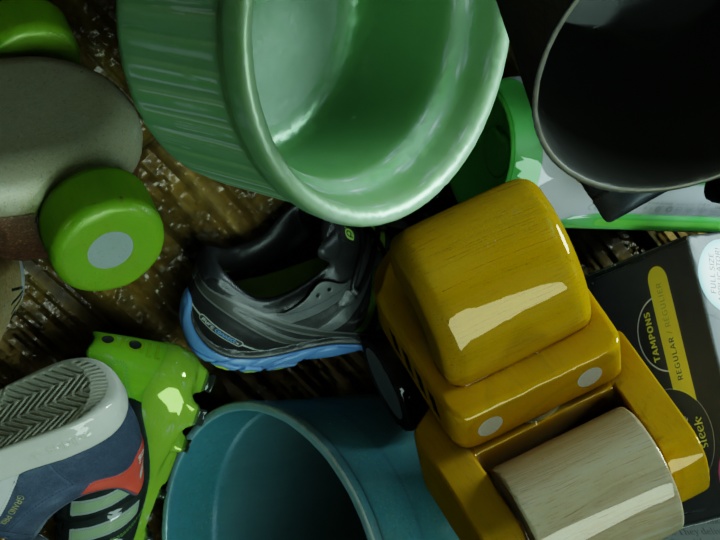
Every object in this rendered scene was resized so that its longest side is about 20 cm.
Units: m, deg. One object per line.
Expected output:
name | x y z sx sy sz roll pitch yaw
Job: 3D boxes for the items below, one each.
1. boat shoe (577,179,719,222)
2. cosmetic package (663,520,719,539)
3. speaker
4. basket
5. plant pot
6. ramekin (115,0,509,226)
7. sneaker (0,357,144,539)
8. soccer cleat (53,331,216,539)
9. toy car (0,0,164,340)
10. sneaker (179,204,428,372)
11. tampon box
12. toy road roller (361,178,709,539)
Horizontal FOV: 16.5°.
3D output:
boat shoe | 0.197 -0.068 1.310 0.200 0.062 0.075 -14 167 -25
cosmetic package | 0.186 0.203 1.489 0.165 0.200 0.165 3 129 -29
speaker | 0.151 -0.062 1.375 0.200 0.088 0.089 1 121 -28
basket | 0.124 -0.151 1.104 0.180 0.200 0.136 -30 128 1
plant pot | 0.022 0.157 1.402 0.188 0.200 0.200 -10 127 -38
ramekin | -0.024 -0.126 1.187 0.200 0.098 0.201 -15 110 -48
sneaker | -0.206 0.115 1.298 0.200 0.075 0.085 -14 131 10
soccer cleat | -0.145 0.115 1.369 0.081 0.068 0.200 20 121 -6
toy car | -0.189 -0.002 1.205 0.157 0.164 0.200 -9 135 -21
sneaker | 0.000 0.000 1.348 0.199 0.071 0.083 -12 137 -16
tampon box | 0.229 0.057 1.403 0.200 0.150 0.126 -8 170 -39
toy road roller | 0.080 0.048 1.260 0.123 0.200 0.146 -25 143 -10
